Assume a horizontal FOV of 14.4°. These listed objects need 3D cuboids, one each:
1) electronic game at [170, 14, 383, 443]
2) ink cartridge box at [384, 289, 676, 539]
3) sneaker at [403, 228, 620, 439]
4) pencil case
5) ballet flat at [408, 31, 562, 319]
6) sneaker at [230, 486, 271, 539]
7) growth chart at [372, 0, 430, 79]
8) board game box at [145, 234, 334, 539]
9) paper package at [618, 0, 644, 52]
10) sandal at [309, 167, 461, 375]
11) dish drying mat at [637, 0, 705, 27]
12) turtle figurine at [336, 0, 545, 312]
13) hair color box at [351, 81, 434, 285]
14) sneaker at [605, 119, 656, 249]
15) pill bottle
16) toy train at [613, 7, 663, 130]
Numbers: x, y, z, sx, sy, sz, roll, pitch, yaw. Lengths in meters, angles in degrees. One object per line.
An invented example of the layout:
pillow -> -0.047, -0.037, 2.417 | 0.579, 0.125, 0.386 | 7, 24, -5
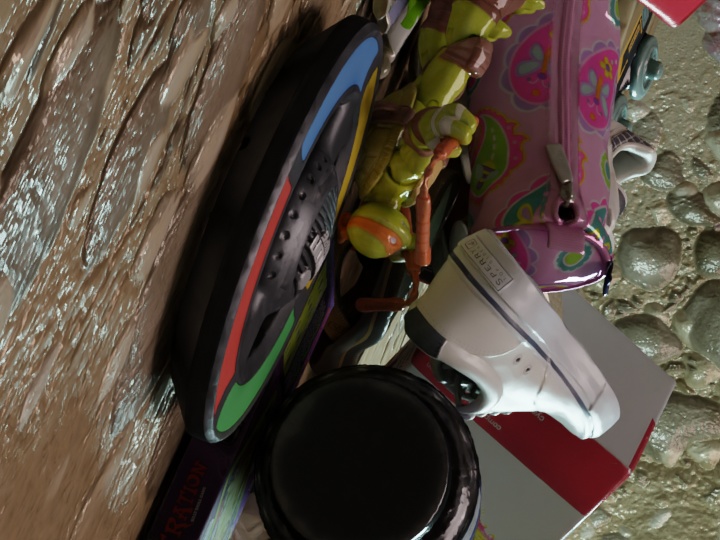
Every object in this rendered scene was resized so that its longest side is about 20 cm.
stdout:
electronic game -> -0.033, -0.018, 1.261 | 0.200, 0.042, 0.200 | 22, 90, -83
ink cartridge box -> 0.066, 0.111, 1.747 | 0.200, 0.145, 0.145 | -48, -178, 27
sneaker -> 0.072, 0.043, 1.435 | 0.071, 0.073, 0.200 | -37, 146, 3
pencil case -> 0.097, -0.086, 1.500 | 0.087, 0.087, 0.200 | 96, -2, -65
ballet flat -> 0.061, -0.043, 1.553 | 0.062, 0.067, 0.200 | 54, 20, -80
sneaker -> -0.022, 0.135, 1.634 | 0.130, 0.079, 0.199 | -56, 158, -26
growth chart -> 0.036, -0.188, 1.387 | 0.200, 0.018, 0.145 | 103, 12, -47
board game box -> -0.062, 0.083, 1.400 | 0.120, 0.032, 0.200 | 82, 30, -70
paper package -> 0.152, -0.250, 1.724 | 0.191, 0.103, 0.200 | 105, 9, -45
sandal -> 0.000, 0.000, 1.549 | 0.082, 0.055, 0.200 | -62, -176, -26
dish drying mat -> 0.160, -0.197, 1.600 | 0.077, 0.018, 0.200 | -43, 149, 13
turtle figurine -> 0.027, -0.064, 1.383 | 0.200, 0.064, 0.162 | 108, 6, -70
hair color box -> 0.051, -0.056, 1.698 | 0.200, 0.064, 0.111 | -22, 134, -82
sneaker -> 0.105, -0.022, 1.638 | 0.076, 0.080, 0.200 | 105, 11, -53
pill bottle -> 0.005, 0.106, 1.421 | 0.200, 0.112, 0.112 | 71, 41, -80
toy train -> 0.141, -0.123, 1.909 | 0.114, 0.085, 0.200 | 75, 37, -58
